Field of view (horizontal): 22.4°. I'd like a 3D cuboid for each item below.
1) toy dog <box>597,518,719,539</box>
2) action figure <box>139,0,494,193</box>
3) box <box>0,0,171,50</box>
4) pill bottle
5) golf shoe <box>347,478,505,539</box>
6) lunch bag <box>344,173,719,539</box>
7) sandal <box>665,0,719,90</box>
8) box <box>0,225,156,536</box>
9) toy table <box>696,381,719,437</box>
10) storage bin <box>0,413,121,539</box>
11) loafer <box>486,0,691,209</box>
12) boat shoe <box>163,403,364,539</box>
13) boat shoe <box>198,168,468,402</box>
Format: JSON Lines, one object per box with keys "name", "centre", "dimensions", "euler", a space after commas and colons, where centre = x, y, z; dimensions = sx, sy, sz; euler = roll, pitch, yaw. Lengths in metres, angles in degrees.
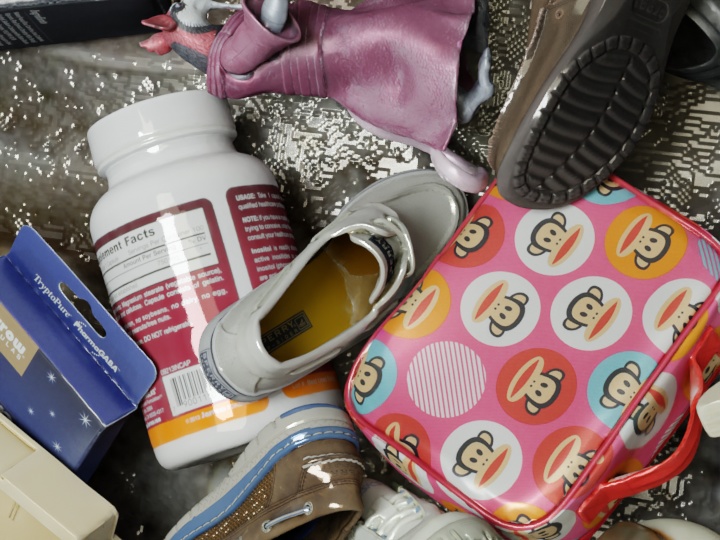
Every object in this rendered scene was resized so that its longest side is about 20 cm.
{"name": "toy dog", "centre": [0.216, 0.176, 0.946], "dimensions": [0.200, 0.140, 0.194], "euler": [-4, 73, 14]}
{"name": "action figure", "centre": [-0.026, -0.121, 1.030], "dimensions": [0.199, 0.134, 0.149], "euler": [-1, 99, 2]}
{"name": "box", "centre": [-0.222, -0.234, 1.067], "dimensions": [0.199, 0.117, 0.197], "euler": [-6, 86, 1]}
{"name": "pill bottle", "centre": [-0.089, 0.004, 1.043], "dimensions": [0.113, 0.113, 0.200], "euler": [-18, 83, 13]}
{"name": "golf shoe", "centre": [0.021, 0.152, 0.968], "dimensions": [0.078, 0.200, 0.097], "euler": [-29, 73, -17]}
{"name": "lunch bag", "centre": [0.109, 0.048, 0.969], "dimensions": [0.176, 0.082, 0.200], "euler": [34, 80, 32]}
{"name": "sandal", "centre": [0.164, -0.139, 1.003], "dimensions": [0.200, 0.048, 0.075], "euler": [23, 135, 19]}
{"name": "box", "centre": [-0.199, 0.077, 1.056], "dimensions": [0.121, 0.032, 0.200], "euler": [47, 132, 13]}
{"name": "toy table", "centre": [0.260, 0.022, 0.901], "dimensions": [0.184, 0.117, 0.200], "euler": [-34, 97, 30]}
{"name": "storage bin", "centre": [-0.259, 0.164, 1.048], "dimensions": [0.200, 0.094, 0.199], "euler": [37, 126, 14]}
{"name": "loafer", "centre": [0.123, -0.126, 0.962], "dimensions": [0.071, 0.073, 0.200], "euler": [34, 97, 52]}
{"name": "boat shoe", "centre": [-0.059, 0.160, 1.006], "dimensions": [0.200, 0.072, 0.072], "euler": [-59, 39, 39]}
{"name": "boat shoe", "centre": [0.000, 0.000, 0.988], "dimensions": [0.071, 0.200, 0.070], "euler": [58, 145, -4]}
